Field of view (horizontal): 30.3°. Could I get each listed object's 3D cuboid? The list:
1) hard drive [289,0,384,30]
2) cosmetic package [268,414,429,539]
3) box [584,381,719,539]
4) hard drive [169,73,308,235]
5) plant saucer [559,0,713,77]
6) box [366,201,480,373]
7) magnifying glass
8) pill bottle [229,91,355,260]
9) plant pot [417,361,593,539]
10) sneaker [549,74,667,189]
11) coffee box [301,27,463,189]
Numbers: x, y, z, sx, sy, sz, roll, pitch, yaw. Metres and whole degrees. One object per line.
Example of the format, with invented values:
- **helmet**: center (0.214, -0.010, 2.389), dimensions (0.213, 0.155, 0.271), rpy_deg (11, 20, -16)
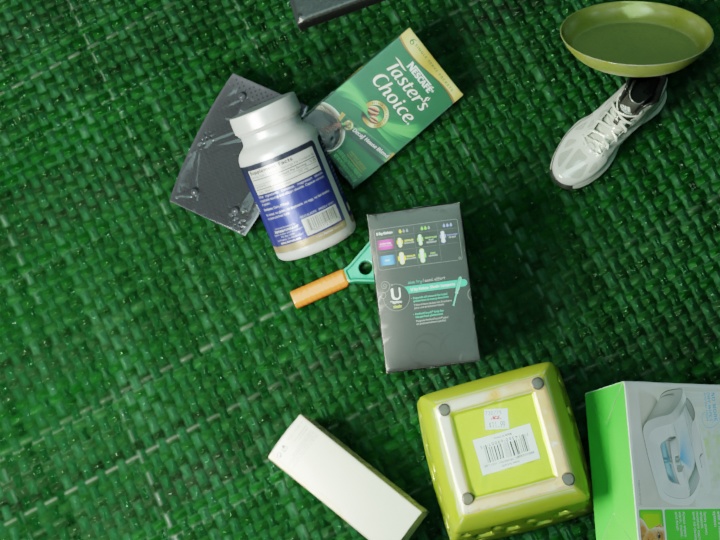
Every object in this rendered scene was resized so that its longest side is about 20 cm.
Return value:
- **hard drive**: center (-0.052, -0.456, 1.885), dimensions (0.139, 0.033, 0.201), rpy_deg (-18, 77, 3)
- **cosmetic package**: center (-0.014, 0.275, 1.705), dimensions (0.200, 0.104, 0.073), rpy_deg (38, 87, 14)
- **box**: center (0.377, 0.243, 1.626), dimensions (0.175, 0.097, 0.202), rpy_deg (4, 74, -22)
- **hard drive**: center (-0.164, -0.157, 1.837), dimensions (0.134, 0.042, 0.201), rpy_deg (24, 82, 11)
- **plant saucer**: center (0.362, -0.301, 1.750), dimensions (0.198, 0.031, 0.201), rpy_deg (-2, 35, 2)
- **box**: center (0.082, 0.023, 1.704), dimensions (0.123, 0.149, 0.202), rpy_deg (-8, 86, 3)
- **magnifying glass**: center (0.000, 0.000, 1.797), dimensions (0.199, 0.022, 0.080), rpy_deg (-24, 78, 3)
- **pill bottle**: center (-0.092, -0.125, 1.753), dimensions (0.115, 0.116, 0.201), rpy_deg (-21, 101, 3)
- **plant pot**: center (0.179, 0.225, 1.650), dimensions (0.198, 0.182, 0.201), rpy_deg (-15, 77, 3)
- **sneaker**: center (0.324, -0.197, 1.744), dimensions (0.200, 0.115, 0.076), rpy_deg (-45, 77, -2)
- **coffee box**: center (0.027, -0.221, 1.806), dimensions (0.200, 0.044, 0.123), rpy_deg (-39, 97, -2)
